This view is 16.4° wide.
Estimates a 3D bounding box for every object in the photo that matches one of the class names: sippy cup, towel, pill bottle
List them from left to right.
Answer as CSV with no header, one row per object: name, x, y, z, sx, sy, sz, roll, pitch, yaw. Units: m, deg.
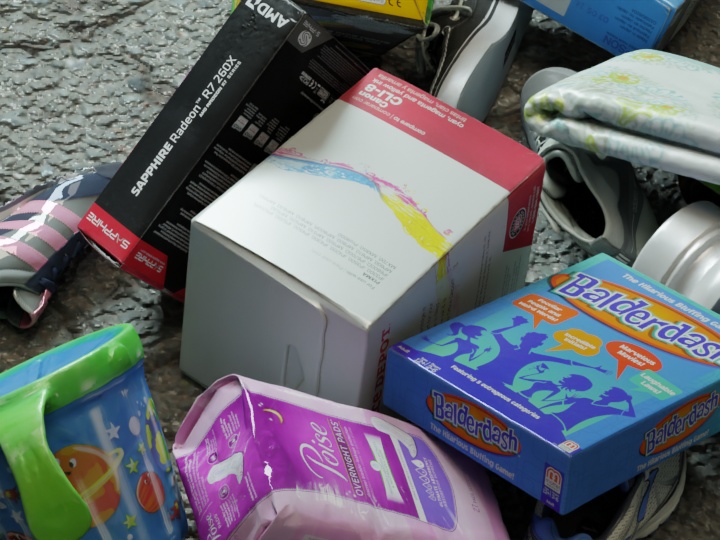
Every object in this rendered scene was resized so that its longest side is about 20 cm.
sippy cup,-0.167,0.117,1.461,0.139,0.131,0.178,-18,10,38
towel,0.232,-0.102,1.684,0.199,0.048,0.171,16,17,24
pill bottle,0.271,0.048,1.614,0.119,0.120,0.200,-29,55,-32

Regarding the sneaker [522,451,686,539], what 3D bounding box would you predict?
sneaker,0.156,0.129,1.541,0.077,0.085,0.200,21,46,13

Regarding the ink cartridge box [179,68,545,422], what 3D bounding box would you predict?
ink cartridge box,0.000,0.000,1.604,0.144,0.146,0.200,30,48,21

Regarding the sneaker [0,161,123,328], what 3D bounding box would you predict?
sneaker,-0.215,-0.004,1.646,0.199,0.070,0.082,-26,71,-26

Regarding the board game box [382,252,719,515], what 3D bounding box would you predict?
board game box,0.137,0.064,1.524,0.199,0.045,0.152,-22,39,-40

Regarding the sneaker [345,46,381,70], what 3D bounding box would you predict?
sneaker,-0.033,-0.097,1.749,0.082,0.071,0.200,10,42,11

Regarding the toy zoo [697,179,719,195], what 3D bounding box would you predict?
toy zoo,0.317,-0.012,1.643,0.131,0.021,0.200,30,4,-32

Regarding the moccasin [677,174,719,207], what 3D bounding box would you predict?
moccasin,0.326,-0.077,1.786,0.200,0.074,0.078,0,53,6

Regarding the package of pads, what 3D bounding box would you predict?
package of pads,-0.005,0.139,1.464,0.199,0.076,0.121,19,33,-35

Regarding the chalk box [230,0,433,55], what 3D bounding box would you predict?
chalk box,-0.020,-0.232,1.811,0.124,0.200,0.125,10,86,-12

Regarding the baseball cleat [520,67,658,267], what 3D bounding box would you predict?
baseball cleat,0.148,-0.085,1.739,0.070,0.106,0.200,-39,48,15

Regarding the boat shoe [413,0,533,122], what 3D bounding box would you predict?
boat shoe,0.073,-0.166,1.831,0.068,0.074,0.200,15,43,11

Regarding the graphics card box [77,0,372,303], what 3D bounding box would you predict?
graphics card box,-0.084,-0.077,1.617,0.051,0.125,0.200,38,92,29

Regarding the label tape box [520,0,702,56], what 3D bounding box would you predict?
label tape box,0.198,-0.245,1.886,0.144,0.063,0.200,31,38,9
